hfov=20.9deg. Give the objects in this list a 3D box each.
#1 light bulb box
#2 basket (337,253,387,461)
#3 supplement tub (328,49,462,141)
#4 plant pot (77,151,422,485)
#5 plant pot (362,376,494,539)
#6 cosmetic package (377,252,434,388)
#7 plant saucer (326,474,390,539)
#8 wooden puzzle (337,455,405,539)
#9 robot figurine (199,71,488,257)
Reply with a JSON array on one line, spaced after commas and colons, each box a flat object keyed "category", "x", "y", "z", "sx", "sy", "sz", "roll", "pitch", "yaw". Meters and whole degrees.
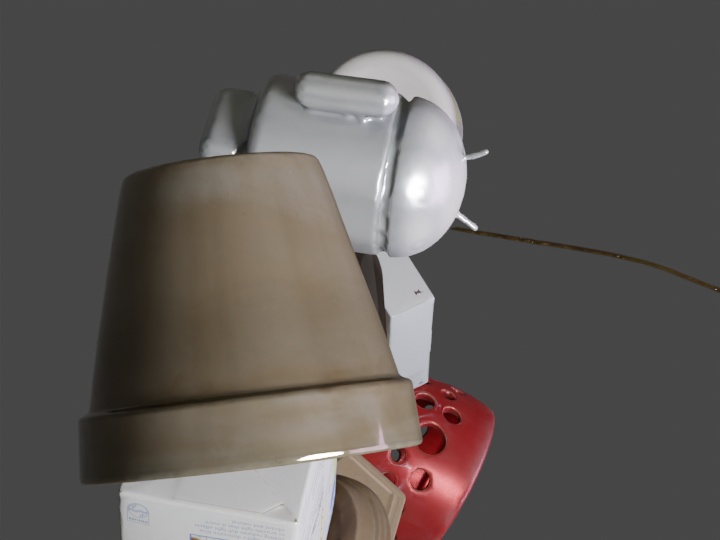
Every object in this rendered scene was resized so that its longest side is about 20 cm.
[{"category": "light bulb box", "x": -0.087, "y": 0.156, "z": 1.381, "sx": 0.199, "sy": 0.124, "sz": 0.201, "roll": -76, "pitch": 174, "yaw": -45}, {"category": "basket", "x": -0.042, "y": 0.049, "z": 1.639, "sx": 0.181, "sy": 0.135, "sz": 0.200, "roll": -56, "pitch": -169, "yaw": 25}, {"category": "supplement tub", "x": 0.030, "y": -0.143, "z": 1.968, "sx": 0.200, "sy": 0.144, "sz": 0.146, "roll": -18, "pitch": 118, "yaw": -84}, {"category": "plant pot", "x": -0.072, "y": 0.027, "z": 1.132, "sx": 0.200, "sy": 0.198, "sz": 0.175, "roll": 41, "pitch": 41, "yaw": -84}, {"category": "plant pot", "x": 0.018, "y": 0.194, "z": 2.078, "sx": 0.201, "sy": 0.181, "sz": 0.201, "roll": -61, "pitch": -173, "yaw": 12}, {"category": "cosmetic package", "x": 0.000, "y": 0.000, "z": 1.837, "sx": 0.201, "sy": 0.051, "sz": 0.151, "roll": 58, "pitch": -20, "yaw": 29}, {"category": "plant saucer", "x": -0.069, "y": 0.231, "z": 1.507, "sx": 0.030, "sy": 0.199, "sz": 0.201, "roll": 54, "pitch": 34, "yaw": -33}, {"category": "wooden puzzle", "x": -0.043, "y": 0.202, "z": 1.800, "sx": 0.037, "sy": 0.185, "sz": 0.200, "roll": -42, "pitch": -168, "yaw": 22}, {"category": "robot figurine", "x": -0.011, "y": -0.073, "z": 1.372, "sx": 0.170, "sy": 0.198, "sz": 0.114, "roll": 94, "pitch": 8, "yaw": -54}]
